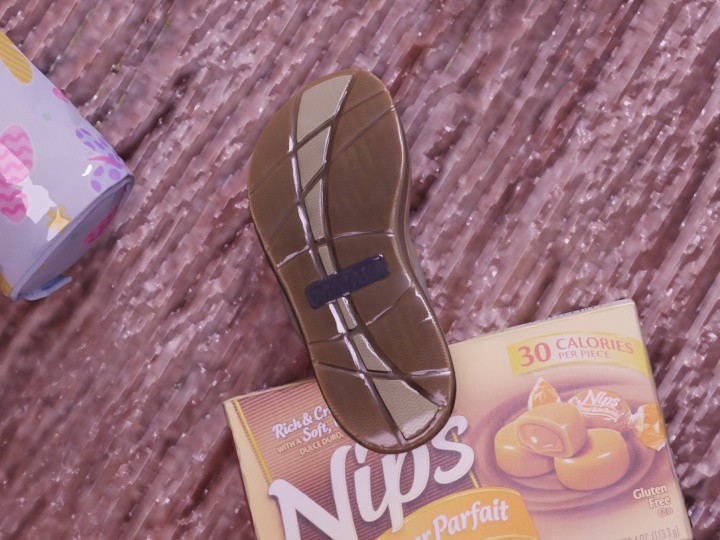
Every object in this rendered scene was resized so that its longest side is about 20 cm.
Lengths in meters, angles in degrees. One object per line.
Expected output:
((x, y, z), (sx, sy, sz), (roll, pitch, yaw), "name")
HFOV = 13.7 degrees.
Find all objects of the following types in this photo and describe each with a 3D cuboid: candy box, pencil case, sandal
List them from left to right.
((-0.199, -0.078, 1.405), (0.200, 0.083, 0.091), (44, 113, 4), "pencil case")
((0.000, 0.000, 1.385), (0.080, 0.054, 0.201), (-20, 63, 7), "sandal")
((0.046, 0.092, 1.398), (0.199, 0.055, 0.116), (-14, 89, 5), "candy box")
